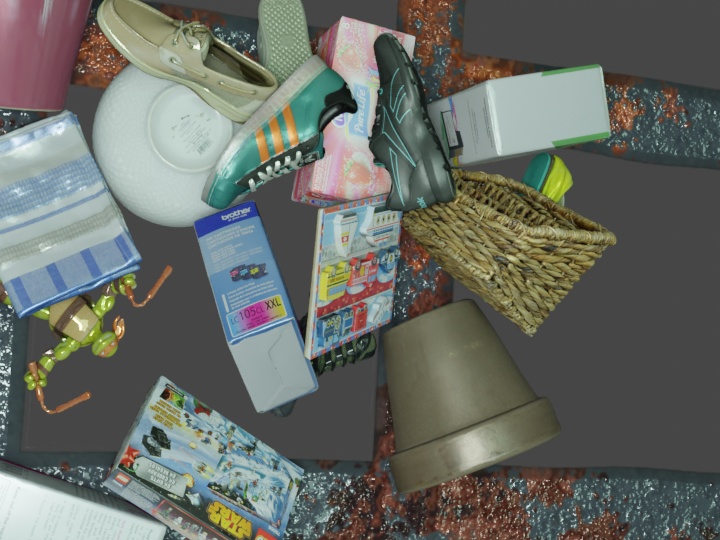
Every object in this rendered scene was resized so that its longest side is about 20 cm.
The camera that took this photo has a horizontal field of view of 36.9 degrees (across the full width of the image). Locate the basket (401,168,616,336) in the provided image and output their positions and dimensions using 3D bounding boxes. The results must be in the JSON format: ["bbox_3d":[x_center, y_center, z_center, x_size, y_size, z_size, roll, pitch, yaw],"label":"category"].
[{"bbox_3d":[0.154,-0.054,1.204,0.149,0.200,0.143,-47,127,-1],"label":"basket"}]

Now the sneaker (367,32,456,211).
[{"bbox_3d":[0.039,-0.159,1.163,0.078,0.075,0.203,-20,75,13],"label":"sneaker"}]

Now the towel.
[{"bbox_3d":[-0.331,-0.064,1.138,0.145,0.024,0.202,-23,74,-20],"label":"towel"}]

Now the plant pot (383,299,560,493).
[{"bbox_3d":[0.104,0.134,1.215,0.197,0.200,0.177,-19,83,-17],"label":"plant pot"}]

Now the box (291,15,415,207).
[{"bbox_3d":[-0.009,-0.173,1.242,0.093,0.102,0.204,11,85,-17],"label":"box"}]

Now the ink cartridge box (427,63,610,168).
[{"bbox_3d":[0.174,-0.173,1.250,0.142,0.200,0.086,-11,94,-17],"label":"ink cartridge box"}]

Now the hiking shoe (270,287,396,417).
[{"bbox_3d":[-0.032,0.086,1.235,0.100,0.076,0.202,30,78,-10],"label":"hiking shoe"}]

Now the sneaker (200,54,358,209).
[{"bbox_3d":[-0.083,-0.132,1.142,0.080,0.071,0.201,41,82,2],"label":"sneaker"}]

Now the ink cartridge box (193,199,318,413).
[{"bbox_3d":[-0.115,0.025,1.149,0.075,0.137,0.202,-20,52,-5],"label":"ink cartridge box"}]

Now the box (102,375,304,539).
[{"bbox_3d":[-0.164,0.223,1.166,0.199,0.040,0.138,36,37,-13],"label":"box"}]

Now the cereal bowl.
[{"bbox_3d":[-0.194,-0.151,1.193,0.196,0.083,0.204,1,86,-18],"label":"cereal bowl"}]

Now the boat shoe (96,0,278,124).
[{"bbox_3d":[-0.177,-0.230,1.125,0.198,0.065,0.073,32,47,-20],"label":"boat shoe"}]

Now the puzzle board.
[{"bbox_3d":[0.000,0.000,1.147,0.017,0.199,0.154,12,104,23],"label":"puzzle board"}]

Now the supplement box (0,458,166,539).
[{"bbox_3d":[-0.314,0.274,1.123,0.197,0.101,0.105,21,81,-15],"label":"supplement box"}]

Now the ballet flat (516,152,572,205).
[{"bbox_3d":[0.202,-0.050,1.326,0.067,0.066,0.202,40,75,-29],"label":"ballet flat"}]

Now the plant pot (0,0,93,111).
[{"bbox_3d":[-0.361,-0.260,1.099,0.196,0.200,0.182,4,101,-17],"label":"plant pot"}]

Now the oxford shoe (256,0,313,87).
[{"bbox_3d":[-0.085,-0.221,1.224,0.074,0.058,0.204,-2,72,-11],"label":"oxford shoe"}]

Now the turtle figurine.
[{"bbox_3d":[-0.308,0.036,1.157,0.161,0.064,0.201,41,85,-4],"label":"turtle figurine"}]
